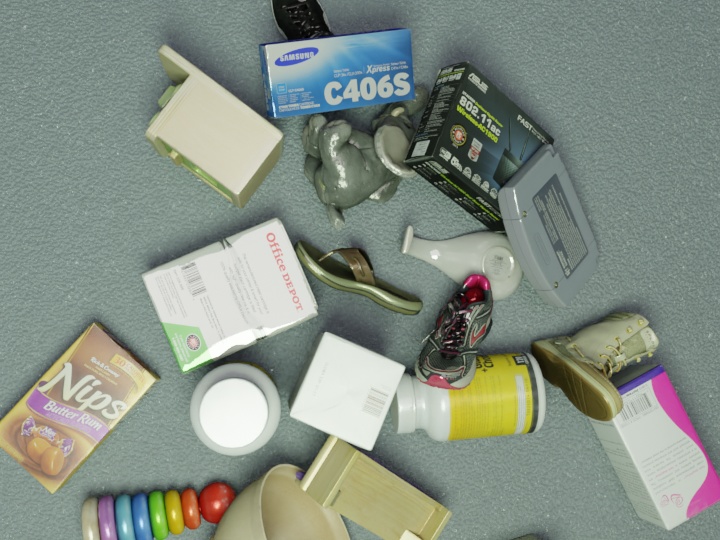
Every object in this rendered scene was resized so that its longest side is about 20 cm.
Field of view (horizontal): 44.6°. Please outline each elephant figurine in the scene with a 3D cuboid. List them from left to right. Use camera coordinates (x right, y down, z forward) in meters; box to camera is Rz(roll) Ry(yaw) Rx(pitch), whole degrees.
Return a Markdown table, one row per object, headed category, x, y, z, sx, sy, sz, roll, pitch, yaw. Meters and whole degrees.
| category | x | y | z | sx | sy | sz | roll | pitch | yaw |
| --- | --- | --- | --- | --- | --- | --- | --- | --- | --- |
| elephant figurine | 0.029 | -0.162 | 1.220 | 0.199 | 0.141 | 0.156 | -8 | 115 | -22 |

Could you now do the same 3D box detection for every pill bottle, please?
| category | x | y | z | sx | sy | sz | roll | pitch | yaw |
| --- | --- | --- | --- | --- | --- | --- | --- | --- | --- |
| pill bottle | -0.158 | 0.174 | 1.119 | 0.111 | 0.200 | 0.113 | 1 | 85 | -6 |
| pill bottle | 0.144 | 0.174 | 1.203 | 0.199 | 0.112 | 0.113 | -4 | 86 | -7 |

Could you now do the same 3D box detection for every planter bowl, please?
| category | x | y | z | sx | sy | sz | roll | pitch | yaw |
| --- | --- | --- | --- | --- | --- | --- | --- | --- | --- |
| planter bowl | -0.116 | 0.371 | 1.133 | 0.134 | 0.200 | 0.201 | -32 | 89 | 18 |

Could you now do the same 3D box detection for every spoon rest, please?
| category | x | y | z | sx | sy | sz | roll | pitch | yaw |
| --- | --- | --- | --- | --- | --- | --- | --- | --- | --- |
| spoon rest | 0.145 | -0.020 | 1.255 | 0.199 | 0.061 | 0.100 | 16 | 85 | -18 |

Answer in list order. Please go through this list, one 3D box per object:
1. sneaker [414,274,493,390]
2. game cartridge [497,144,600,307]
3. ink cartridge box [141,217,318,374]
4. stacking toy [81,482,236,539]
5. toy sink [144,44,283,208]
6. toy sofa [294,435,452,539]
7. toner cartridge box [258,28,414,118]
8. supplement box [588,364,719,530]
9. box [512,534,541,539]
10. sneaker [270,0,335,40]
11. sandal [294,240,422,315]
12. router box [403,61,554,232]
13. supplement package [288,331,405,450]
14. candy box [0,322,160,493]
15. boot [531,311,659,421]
| category | x | y | z | sx | sy | sz | roll | pitch | yaw |
| --- | --- | --- | --- | --- | --- | --- | --- | --- | --- |
| sneaker | 0.126 | 0.082 | 1.171 | 0.080 | 0.200 | 0.075 | 12 | 129 | 15 |
| game cartridge | 0.261 | -0.056 | 1.217 | 0.133 | 0.041 | 0.201 | -41 | 116 | -28 |
| ink cartridge box | -0.174 | 0.035 | 1.195 | 0.199 | 0.084 | 0.147 | -22 | 88 | -7 |
| stacking toy | -0.263 | 0.327 | 1.167 | 0.199 | 0.085 | 0.086 | -8 | 86 | -11 |
| toy sink | -0.215 | -0.187 | 1.187 | 0.200 | 0.130 | 0.112 | 37 | 83 | -3 |
| toy sofa | 0.016 | 0.294 | 1.153 | 0.200 | 0.097 | 0.083 | 38 | 81 | -29 |
| toner cartridge box | -0.029 | -0.263 | 1.164 | 0.199 | 0.043 | 0.095 | -12 | 108 | -16 |
| supplement box | 0.406 | 0.243 | 1.231 | 0.101 | 0.103 | 0.201 | -26 | 87 | -8 |
| box | 0.174 | 0.454 | 1.184 | 0.199 | 0.109 | 0.129 | -15 | 87 | -7 |
| sneaker | -0.066 | -0.333 | 1.223 | 0.073 | 0.112 | 0.201 | -23 | 88 | -8 |
| sandal | 0.001 | 0.000 | 1.218 | 0.200 | 0.080 | 0.058 | 23 | 106 | -13 |
| router box | 0.167 | -0.164 | 1.204 | 0.200 | 0.062 | 0.150 | 33 | 69 | -33 |
| supplement package | -0.023 | 0.151 | 1.143 | 0.109 | 0.200 | 0.114 | 24 | 84 | -3 |
| candy box | -0.380 | 0.181 | 1.176 | 0.117 | 0.056 | 0.200 | 42 | 81 | -1 |
| boot | 0.340 | 0.121 | 1.190 | 0.154 | 0.200 | 0.072 | -20 | 110 | -9 |
